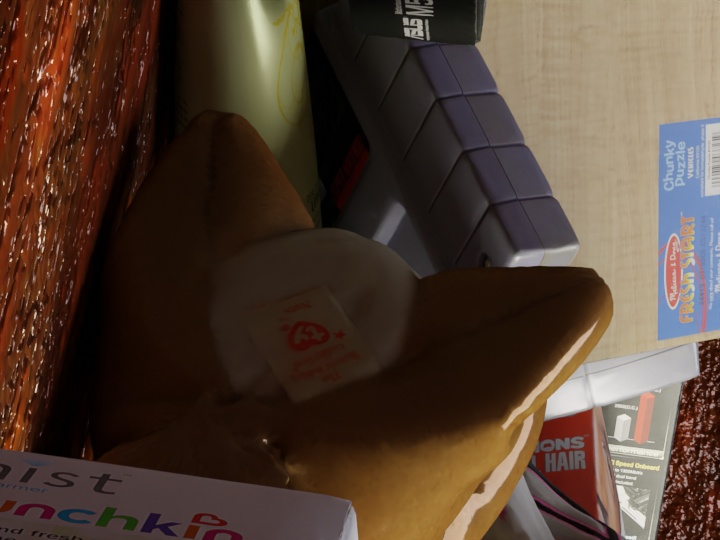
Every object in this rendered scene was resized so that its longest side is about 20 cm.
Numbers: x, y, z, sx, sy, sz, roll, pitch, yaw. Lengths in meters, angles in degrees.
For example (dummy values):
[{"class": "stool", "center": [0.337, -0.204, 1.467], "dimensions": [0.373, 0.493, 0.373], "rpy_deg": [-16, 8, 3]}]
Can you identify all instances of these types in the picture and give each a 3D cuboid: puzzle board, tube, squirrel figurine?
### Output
[{"class": "puzzle board", "center": [0.079, -0.065, 0.869], "dimensions": [0.017, 0.150, 0.201], "rpy_deg": [21, -64, 58]}, {"class": "tube", "center": [-0.037, -0.060, 0.779], "dimensions": [0.058, 0.052, 0.200], "rpy_deg": [34, -45, 47]}, {"class": "squirrel figurine", "center": [-0.022, 0.092, 0.717], "dimensions": [0.187, 0.141, 0.200], "rpy_deg": [90, 25, -47]}]

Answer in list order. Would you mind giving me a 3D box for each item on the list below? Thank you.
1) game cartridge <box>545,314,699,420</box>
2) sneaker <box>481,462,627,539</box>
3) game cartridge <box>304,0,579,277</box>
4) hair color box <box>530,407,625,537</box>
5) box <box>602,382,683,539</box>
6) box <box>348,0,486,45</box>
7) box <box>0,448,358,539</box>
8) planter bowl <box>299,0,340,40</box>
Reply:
[{"class": "game cartridge", "center": [0.035, 0.025, 0.980], "dimensions": [0.133, 0.199, 0.042], "rpy_deg": [-69, 147, -70]}, {"class": "sneaker", "center": [0.071, 0.119, 0.824], "dimensions": [0.080, 0.086, 0.200], "rpy_deg": [-62, -155, 15]}, {"class": "game cartridge", "center": [0.000, 0.000, 0.841], "dimensions": [0.130, 0.038, 0.200], "rpy_deg": [61, -34, 25]}, {"class": "hair color box", "center": [0.071, 0.143, 0.934], "dimensions": [0.200, 0.064, 0.111], "rpy_deg": [-88, 167, -52]}, {"class": "box", "center": [0.043, 0.047, 1.092], "dimensions": [0.050, 0.199, 0.158], "rpy_deg": [-72, 168, -63]}, {"class": "box", "center": [0.025, -0.178, 0.673], "dimensions": [0.200, 0.047, 0.194], "rpy_deg": [72, 23, -82]}, {"class": "box", "center": [-0.061, 0.153, 0.446], "dimensions": [0.177, 0.096, 0.201], "rpy_deg": [-71, 169, -76]}, {"class": "planter bowl", "center": [-0.001, -0.135, 0.893], "dimensions": [0.200, 0.083, 0.201], "rpy_deg": [8, 90, -86]}]
